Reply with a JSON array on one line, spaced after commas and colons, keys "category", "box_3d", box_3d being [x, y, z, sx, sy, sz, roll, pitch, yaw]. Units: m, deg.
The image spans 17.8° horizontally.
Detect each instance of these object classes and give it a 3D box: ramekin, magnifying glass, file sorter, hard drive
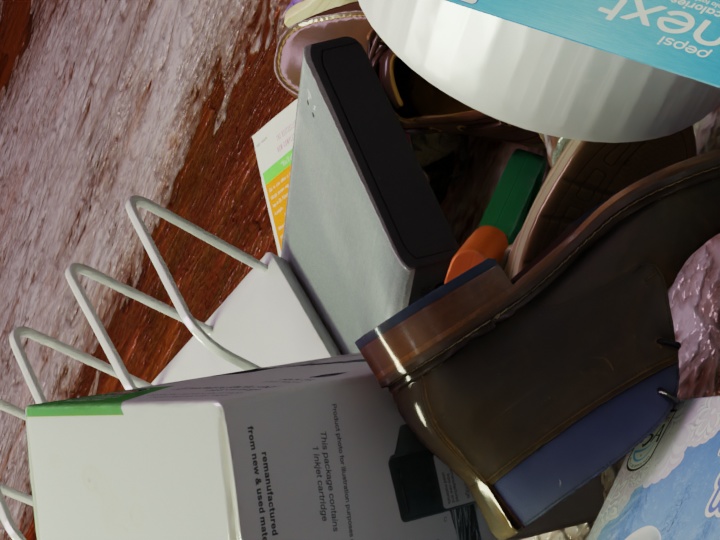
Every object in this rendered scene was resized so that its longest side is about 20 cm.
[{"category": "ramekin", "box_3d": [0.090, -0.145, 0.973, 0.201, 0.199, 0.098, -94, 18, -47]}, {"category": "magnifying glass", "box_3d": [0.064, -0.013, 1.100, 0.200, 0.022, 0.080, -37, -34, -76]}, {"category": "file sorter", "box_3d": [-0.118, 0.083, 1.163, 0.200, 0.124, 0.139, -47, 43, 14]}, {"category": "hard drive", "box_3d": [0.000, 0.000, 1.159, 0.200, 0.033, 0.140, 99, 152, -54]}]

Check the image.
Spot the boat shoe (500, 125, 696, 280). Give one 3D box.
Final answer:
[{"category": "boat shoe", "box_3d": [0.091, 0.004, 1.040, 0.065, 0.071, 0.201, -111, 38, -62]}]

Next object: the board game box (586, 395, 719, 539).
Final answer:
[{"category": "board game box", "box_3d": [0.119, 0.136, 0.800, 0.200, 0.043, 0.200, -61, 14, -15]}]

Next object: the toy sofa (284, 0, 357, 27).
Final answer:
[{"category": "toy sofa", "box_3d": [0.035, -0.192, 1.255, 0.200, 0.097, 0.083, 138, 143, -62]}]

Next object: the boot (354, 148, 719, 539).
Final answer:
[{"category": "boot", "box_3d": [0.103, 0.024, 0.911, 0.097, 0.199, 0.075, 61, 163, 5]}]

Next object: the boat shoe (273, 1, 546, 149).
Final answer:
[{"category": "boat shoe", "box_3d": [0.029, -0.105, 1.175, 0.199, 0.067, 0.073, 12, 93, 39]}]

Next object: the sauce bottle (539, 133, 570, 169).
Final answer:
[{"category": "sauce bottle", "box_3d": [0.099, -0.135, 1.091, 0.065, 0.064, 0.201, 125, 143, -48]}]

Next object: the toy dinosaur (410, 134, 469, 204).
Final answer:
[{"category": "toy dinosaur", "box_3d": [0.031, -0.056, 1.335, 0.200, 0.047, 0.089, 151, 133, -76]}]

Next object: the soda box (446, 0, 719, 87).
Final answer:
[{"category": "soda box", "box_3d": [0.121, -0.115, 0.827, 0.064, 0.199, 0.068, 131, 150, -55]}]

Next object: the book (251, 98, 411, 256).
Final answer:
[{"category": "book", "box_3d": [0.000, -0.003, 1.279, 0.134, 0.048, 0.201, 144, 118, -62]}]

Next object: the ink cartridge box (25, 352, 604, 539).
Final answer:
[{"category": "ink cartridge box", "box_3d": [-0.017, 0.081, 0.966, 0.146, 0.199, 0.084, -6, 91, 49]}]
